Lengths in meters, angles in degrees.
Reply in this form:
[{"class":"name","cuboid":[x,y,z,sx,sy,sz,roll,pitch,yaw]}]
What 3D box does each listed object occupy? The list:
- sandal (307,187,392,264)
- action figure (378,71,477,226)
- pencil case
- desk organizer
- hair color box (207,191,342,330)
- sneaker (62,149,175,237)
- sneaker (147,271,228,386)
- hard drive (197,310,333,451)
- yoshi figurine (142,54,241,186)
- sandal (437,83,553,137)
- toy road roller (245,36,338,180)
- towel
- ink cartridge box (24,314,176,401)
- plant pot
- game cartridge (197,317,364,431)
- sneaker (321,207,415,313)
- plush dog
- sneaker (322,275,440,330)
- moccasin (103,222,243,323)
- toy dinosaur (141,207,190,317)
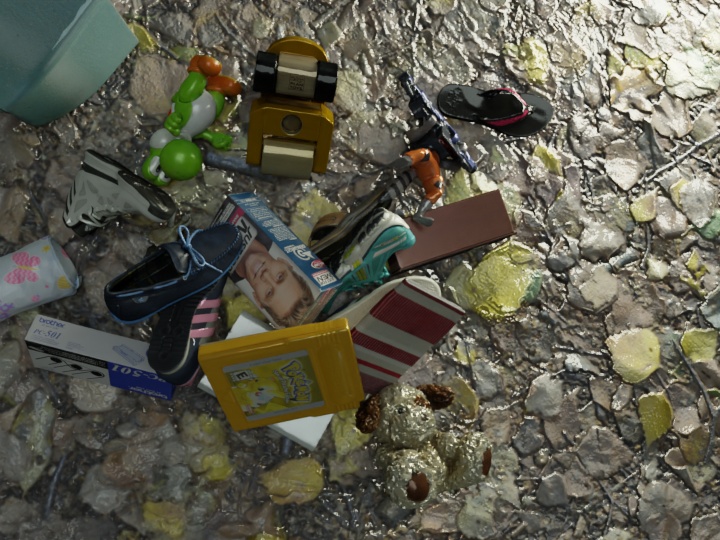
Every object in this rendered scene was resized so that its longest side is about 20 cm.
[{"class":"sandal","cuboid":[-0.036,-0.067,0.999,0.200,0.082,0.055,-42,74,-7]},{"class":"action figure","cuboid":[0.085,-0.191,0.995,0.200,0.104,0.194,51,41,-24]},{"class":"pencil case","cuboid":[-0.501,0.030,0.908,0.200,0.083,0.091,-28,88,-11]},{"class":"desk organizer","cuboid":[0.135,-0.060,1.029,0.199,0.072,0.077,-18,86,-10]},{"class":"hair color box","cuboid":[-0.132,-0.010,0.936,0.200,0.060,0.100,44,118,14]},{"class":"sneaker","cuboid":[-0.348,-0.085,0.923,0.200,0.076,0.116,31,94,33]},{"class":"sneaker","cuboid":[-0.229,0.065,0.899,0.070,0.082,0.200,9,58,17]},{"class":"hard drive","cuboid":[-0.126,0.167,0.989,0.200,0.026,0.132,31,81,-5]},{"class":"yoshi figurine","cuboid":[-0.246,-0.210,0.961,0.112,0.112,0.200,29,84,-13]},{"class":"sandal","cuboid":[0.227,-0.269,1.073,0.199,0.045,0.075,7,84,-9]},{"class":"toy road roller","cuboid":[-0.104,-0.253,0.996,0.123,0.146,0.200,6,122,-9]},{"class":"towel","cuboid":[0.041,0.101,0.943,0.144,0.023,0.200,27,115,-41]},{"class":"ink cartridge box","cuboid":[-0.358,0.125,0.916,0.199,0.094,0.044,16,56,-8]},{"class":"plant pot","cuboid":[-0.464,-0.319,0.897,0.196,0.196,0.200,32,89,-6]},{"class":"game cartridge","cuboid":[-0.101,0.149,0.897,0.199,0.177,0.032,-10,43,2]},{"class":"sneaker","cuboid":[0.000,0.000,0.964,0.080,0.078,0.200,36,116,-16]},{"class":"plush dog","cuboid":[0.075,0.254,0.973,0.200,0.160,0.172,-5,73,-37]},{"class":"sneaker","cuboid":[0.023,0.062,0.988,0.200,0.085,0.075,-22,95,-5]},{"class":"moccasin","cuboid":[-0.240,-0.003,0.854,0.080,0.068,0.200,38,65,26]},{"class":"toy dinosaur","cuboid":[-0.289,0.015,0.935,0.077,0.102,0.201,6,83,-8]}]
